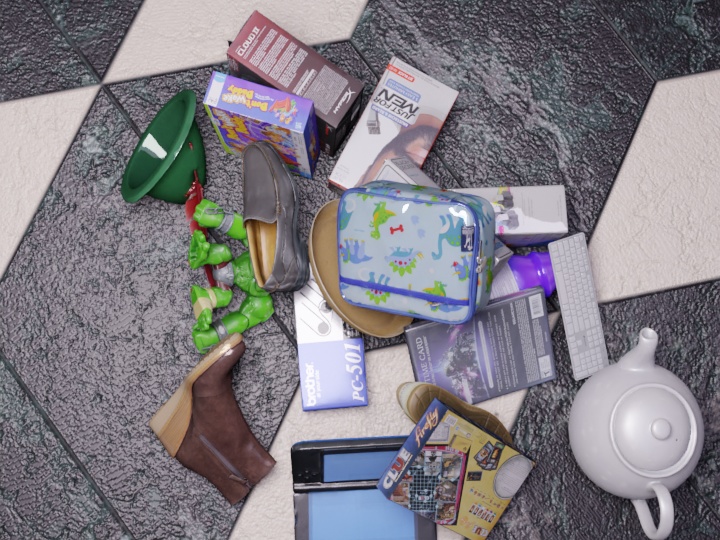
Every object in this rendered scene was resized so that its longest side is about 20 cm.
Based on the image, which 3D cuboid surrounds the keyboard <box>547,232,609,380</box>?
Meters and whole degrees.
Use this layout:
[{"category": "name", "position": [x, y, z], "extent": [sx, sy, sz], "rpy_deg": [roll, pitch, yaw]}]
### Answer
[{"category": "keyboard", "position": [0.303, 0.051, 1.354], "extent": [0.055, 0.011, 0.203], "rpy_deg": [-19, 104, -18]}]

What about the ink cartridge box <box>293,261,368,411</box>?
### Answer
[{"category": "ink cartridge box", "position": [-0.042, 0.089, 1.350], "extent": [0.092, 0.044, 0.204], "rpy_deg": [-5, 83, -2]}]

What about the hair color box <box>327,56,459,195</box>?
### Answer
[{"category": "hair color box", "position": [0.046, -0.185, 1.384], "extent": [0.110, 0.064, 0.202], "rpy_deg": [27, 83, 0]}]

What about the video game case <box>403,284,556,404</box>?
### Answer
[{"category": "video game case", "position": [0.166, 0.113, 1.336], "extent": [0.197, 0.019, 0.145], "rpy_deg": [-16, 115, -4]}]

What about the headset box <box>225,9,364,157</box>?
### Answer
[{"category": "headset box", "position": [-0.097, -0.258, 1.344], "extent": [0.198, 0.149, 0.078], "rpy_deg": [34, 81, 1]}]

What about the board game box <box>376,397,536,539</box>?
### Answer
[{"category": "board game box", "position": [0.127, 0.264, 1.268], "extent": [0.199, 0.035, 0.136], "rpy_deg": [35, 90, -37]}]

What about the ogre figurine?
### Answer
[{"category": "ogre figurine", "position": [-0.170, 0.004, 1.316], "extent": [0.118, 0.098, 0.204], "rpy_deg": [-8, 92, -31]}]

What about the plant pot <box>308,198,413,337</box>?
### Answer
[{"category": "plant pot", "position": [0.000, 0.000, 1.319], "extent": [0.027, 0.199, 0.202], "rpy_deg": [-31, 83, 37]}]

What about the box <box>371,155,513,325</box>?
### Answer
[{"category": "box", "position": [0.087, -0.042, 1.272], "extent": [0.200, 0.060, 0.117], "rpy_deg": [42, 117, 14]}]

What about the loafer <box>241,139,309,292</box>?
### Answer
[{"category": "loafer", "position": [-0.120, -0.070, 1.256], "extent": [0.072, 0.072, 0.203], "rpy_deg": [-20, 84, 33]}]

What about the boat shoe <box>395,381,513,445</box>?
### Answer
[{"category": "boat shoe", "position": [0.128, 0.205, 1.318], "extent": [0.199, 0.066, 0.075], "rpy_deg": [40, 81, -27]}]

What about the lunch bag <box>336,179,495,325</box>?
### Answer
[{"category": "lunch bag", "position": [0.067, -0.021, 1.207], "extent": [0.197, 0.082, 0.164], "rpy_deg": [12, 109, 27]}]

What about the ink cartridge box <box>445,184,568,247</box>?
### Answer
[{"category": "ink cartridge box", "position": [0.175, -0.071, 1.349], "extent": [0.196, 0.115, 0.069], "rpy_deg": [-2, 82, -3]}]

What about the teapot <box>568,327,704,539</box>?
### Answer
[{"category": "teapot", "position": [0.379, 0.217, 1.305], "extent": [0.200, 0.146, 0.198], "rpy_deg": [43, 82, 2]}]

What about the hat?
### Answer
[{"category": "hat", "position": [-0.222, -0.122, 1.366], "extent": [0.175, 0.166, 0.201], "rpy_deg": [32, 105, -30]}]

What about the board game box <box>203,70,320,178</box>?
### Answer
[{"category": "board game box", "position": [-0.126, -0.190, 1.302], "extent": [0.132, 0.200, 0.046], "rpy_deg": [17, 80, 4]}]

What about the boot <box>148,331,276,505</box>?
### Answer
[{"category": "boot", "position": [-0.170, 0.197, 1.296], "extent": [0.166, 0.072, 0.200], "rpy_deg": [41, 110, -2]}]

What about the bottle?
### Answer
[{"category": "bottle", "position": [0.206, 0.023, 1.362], "extent": [0.197, 0.065, 0.085], "rpy_deg": [-22, 88, -6]}]

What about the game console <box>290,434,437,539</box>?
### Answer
[{"category": "game console", "position": [0.008, 0.309, 1.291], "extent": [0.196, 0.172, 0.120], "rpy_deg": [-3, 55, -4]}]
